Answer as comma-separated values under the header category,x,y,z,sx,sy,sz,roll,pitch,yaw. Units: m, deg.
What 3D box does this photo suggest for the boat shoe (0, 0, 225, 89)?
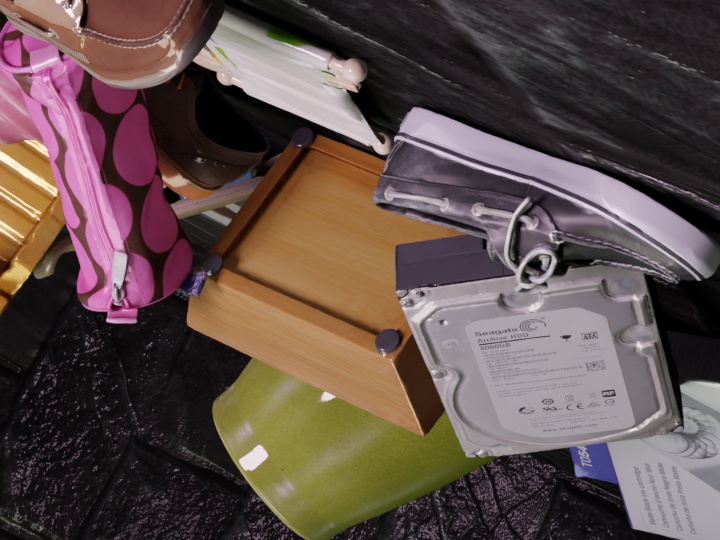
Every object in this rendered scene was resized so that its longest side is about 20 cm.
category,x,y,z,sx,sy,sz,roll,pitch,yaw
boat shoe,-0.148,-0.147,1.125,0.200,0.076,0.072,18,167,48

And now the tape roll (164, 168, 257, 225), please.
category,x,y,z,sx,sy,sz,roll,pitch,yaw
tape roll,-0.130,-0.076,1.826,0.203,0.037,0.203,27,174,3

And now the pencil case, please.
category,x,y,z,sx,sy,sz,roll,pitch,yaw
pencil case,-0.162,-0.069,1.333,0.091,0.094,0.200,-4,123,20

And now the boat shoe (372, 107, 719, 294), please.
category,x,y,z,sx,sy,sz,roll,pitch,yaw
boat shoe,0.093,-0.024,1.132,0.199,0.068,0.074,24,174,25

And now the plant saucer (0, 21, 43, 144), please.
category,x,y,z,sx,sy,sz,roll,pitch,yaw
plant saucer,-0.268,-0.152,1.412,0.201,0.051,0.201,45,-178,-2

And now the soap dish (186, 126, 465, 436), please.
category,x,y,z,sx,sy,sz,roll,pitch,yaw
soap dish,0.000,0.000,1.391,0.200,0.157,0.081,23,156,32

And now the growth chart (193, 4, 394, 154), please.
category,x,y,z,sx,sy,sz,roll,pitch,yaw
growth chart,-0.049,-0.114,1.232,0.145,0.018,0.200,26,174,12

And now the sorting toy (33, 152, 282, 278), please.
category,x,y,z,sx,sy,sz,roll,pitch,yaw
sorting toy,-0.148,-0.047,1.588,0.185,0.200,0.037,175,73,-79

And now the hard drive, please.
category,x,y,z,sx,sy,sz,roll,pitch,yaw
hard drive,0.108,0.043,1.254,0.140,0.038,0.200,-8,145,11

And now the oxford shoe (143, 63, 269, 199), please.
category,x,y,z,sx,sy,sz,roll,pitch,yaw
oxford shoe,-0.140,-0.127,1.392,0.073,0.071,0.200,-22,132,38

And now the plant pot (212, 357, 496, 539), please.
category,x,y,z,sx,sy,sz,roll,pitch,yaw
plant pot,0.005,0.087,1.531,0.200,0.193,0.200,51,-172,-10

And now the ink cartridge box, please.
category,x,y,z,sx,sy,sz,roll,pitch,yaw
ink cartridge box,0.207,0.111,1.412,0.200,0.041,0.200,11,144,29

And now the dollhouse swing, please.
category,x,y,z,sx,sy,sz,roll,pitch,yaw
dollhouse swing,-0.274,-0.096,1.538,0.176,0.200,0.182,36,173,-8
